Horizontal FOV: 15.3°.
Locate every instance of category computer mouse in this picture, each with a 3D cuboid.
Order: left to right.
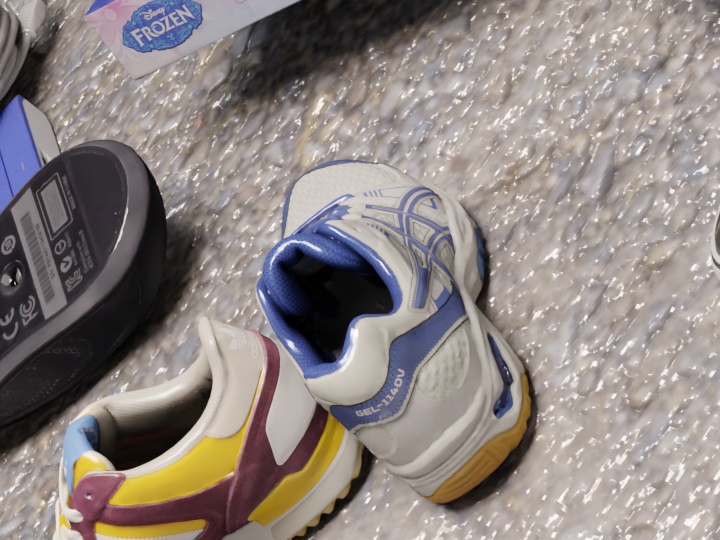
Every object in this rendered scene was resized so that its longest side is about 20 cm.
[{"bbox_3d":[-0.151,0.018,1.203,0.200,0.053,0.139,-37,49,26],"label":"computer mouse"}]

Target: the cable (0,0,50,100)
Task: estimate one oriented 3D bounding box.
[{"bbox_3d":[-0.258,-0.070,1.378,0.200,0.069,0.200,-37,22,25],"label":"cable"}]

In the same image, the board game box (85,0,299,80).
[{"bbox_3d":[-0.003,-0.185,1.187,0.199,0.041,0.200,-22,26,37],"label":"board game box"}]

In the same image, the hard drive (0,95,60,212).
[{"bbox_3d":[-0.220,0.017,1.317,0.200,0.025,0.132,-43,33,12],"label":"hard drive"}]

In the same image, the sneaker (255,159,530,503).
[{"bbox_3d":[0.000,0.000,1.007,0.075,0.088,0.200,-47,31,10],"label":"sneaker"}]

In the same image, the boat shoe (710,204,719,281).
[{"bbox_3d":[0.164,-0.082,0.908,0.071,0.064,0.200,8,64,54],"label":"boat shoe"}]

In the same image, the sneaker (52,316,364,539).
[{"bbox_3d":[-0.095,0.099,1.021,0.200,0.090,0.075,-46,33,9],"label":"sneaker"}]
